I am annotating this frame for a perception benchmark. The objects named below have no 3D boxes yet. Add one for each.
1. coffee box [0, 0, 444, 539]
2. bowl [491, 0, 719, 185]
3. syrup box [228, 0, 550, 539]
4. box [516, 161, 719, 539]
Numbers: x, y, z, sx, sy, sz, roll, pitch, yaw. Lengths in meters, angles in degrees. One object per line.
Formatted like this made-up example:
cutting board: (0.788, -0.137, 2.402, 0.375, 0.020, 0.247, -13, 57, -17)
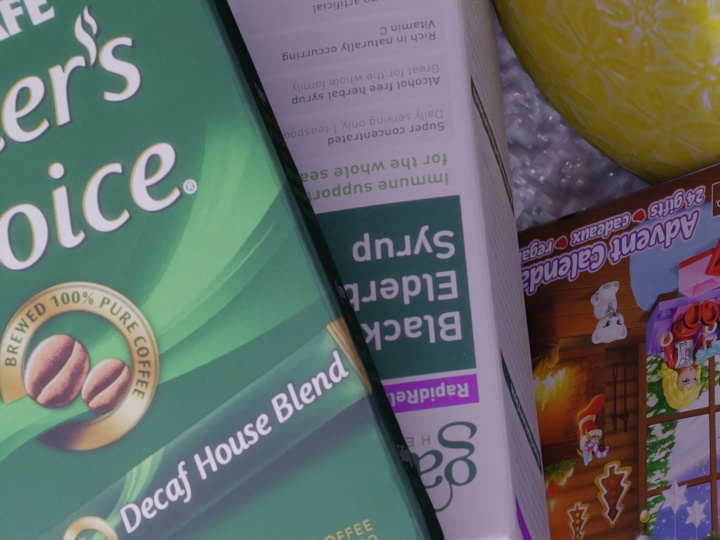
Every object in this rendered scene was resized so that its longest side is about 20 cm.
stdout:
coffee box: (-0.066, 0.010, 0.609, 0.122, 0.044, 0.201, -22, 85, 5)
bowl: (0.127, -0.108, 0.714, 0.198, 0.108, 0.202, 0, 96, 4)
syrup box: (0.000, 0.000, 0.699, 0.078, 0.082, 0.201, -9, 60, 9)
box: (0.119, 0.032, 0.679, 0.199, 0.039, 0.138, -20, 56, 36)
